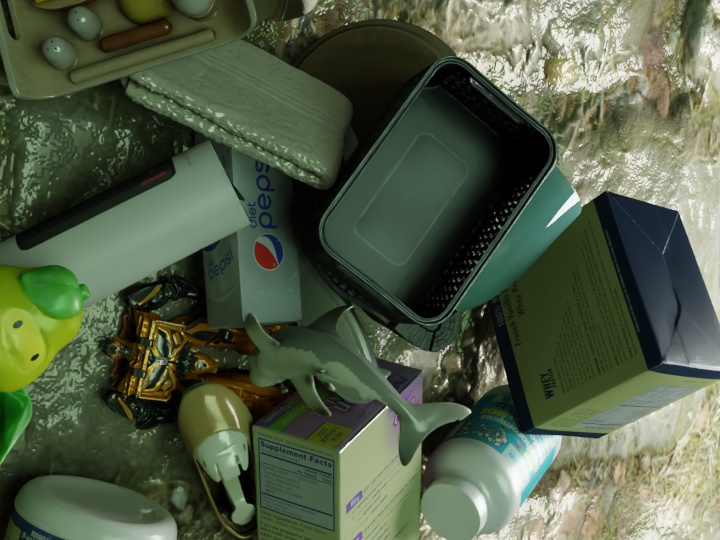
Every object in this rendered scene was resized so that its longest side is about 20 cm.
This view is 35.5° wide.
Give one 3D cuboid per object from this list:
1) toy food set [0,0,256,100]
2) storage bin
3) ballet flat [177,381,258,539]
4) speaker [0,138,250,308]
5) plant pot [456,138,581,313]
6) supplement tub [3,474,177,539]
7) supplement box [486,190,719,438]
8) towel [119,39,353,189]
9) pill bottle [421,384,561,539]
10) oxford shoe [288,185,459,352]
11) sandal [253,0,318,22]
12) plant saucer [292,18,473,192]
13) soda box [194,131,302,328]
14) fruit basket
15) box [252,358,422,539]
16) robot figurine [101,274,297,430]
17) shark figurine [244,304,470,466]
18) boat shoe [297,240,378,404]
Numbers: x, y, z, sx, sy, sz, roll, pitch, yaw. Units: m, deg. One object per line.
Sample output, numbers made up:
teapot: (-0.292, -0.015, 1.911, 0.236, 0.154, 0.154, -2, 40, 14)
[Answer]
toy food set: (-0.190, -0.229, 0.865, 0.198, 0.060, 0.145, -16, 86, 2)
storage bin: (0.056, -0.065, 0.965, 0.135, 0.094, 0.201, 37, 80, -10)
ballet flat: (-0.121, 0.183, 1.055, 0.068, 0.063, 0.201, -22, 138, -10)
speaker: (-0.193, -0.031, 0.933, 0.199, 0.081, 0.082, -27, 119, -3)
plant pot: (0.094, -0.056, 1.131, 0.161, 0.200, 0.201, -52, 127, -7)
supplement tub: (-0.251, 0.293, 0.971, 0.144, 0.144, 0.202, 16, 90, -39)
supplement box: (0.264, 0.056, 1.234, 0.133, 0.199, 0.202, 10, 56, -39)
towel: (-0.101, -0.148, 0.967, 0.199, 0.133, 0.035, 26, 128, -12)
pill bottle: (0.141, 0.216, 1.242, 0.200, 0.110, 0.112, -38, 125, -53)
oxford shoe: (0.000, 0.000, 1.045, 0.073, 0.084, 0.200, -46, 111, -10)
sandal: (-0.119, -0.257, 0.998, 0.211, 0.069, 0.078, -23, 139, -54)
plant saucer: (0.011, -0.141, 1.052, 0.029, 0.199, 0.202, 32, 79, -77)
soda box: (-0.103, -0.050, 1.022, 0.068, 0.063, 0.202, -2, 85, -39)
fruit basket: (-0.306, 0.066, 0.836, 0.156, 0.214, 0.217, -68, 140, -52)
box: (-0.018, 0.213, 1.115, 0.176, 0.096, 0.202, -35, 131, -54)
robot figurine: (-0.146, 0.083, 1.057, 0.199, 0.058, 0.146, 10, 94, -40)
shark figurine: (-0.014, 0.073, 0.977, 0.090, 0.213, 0.129, -50, 141, -32)
boat shoe: (-0.030, 0.032, 1.082, 0.062, 0.073, 0.201, -17, 71, -51)
